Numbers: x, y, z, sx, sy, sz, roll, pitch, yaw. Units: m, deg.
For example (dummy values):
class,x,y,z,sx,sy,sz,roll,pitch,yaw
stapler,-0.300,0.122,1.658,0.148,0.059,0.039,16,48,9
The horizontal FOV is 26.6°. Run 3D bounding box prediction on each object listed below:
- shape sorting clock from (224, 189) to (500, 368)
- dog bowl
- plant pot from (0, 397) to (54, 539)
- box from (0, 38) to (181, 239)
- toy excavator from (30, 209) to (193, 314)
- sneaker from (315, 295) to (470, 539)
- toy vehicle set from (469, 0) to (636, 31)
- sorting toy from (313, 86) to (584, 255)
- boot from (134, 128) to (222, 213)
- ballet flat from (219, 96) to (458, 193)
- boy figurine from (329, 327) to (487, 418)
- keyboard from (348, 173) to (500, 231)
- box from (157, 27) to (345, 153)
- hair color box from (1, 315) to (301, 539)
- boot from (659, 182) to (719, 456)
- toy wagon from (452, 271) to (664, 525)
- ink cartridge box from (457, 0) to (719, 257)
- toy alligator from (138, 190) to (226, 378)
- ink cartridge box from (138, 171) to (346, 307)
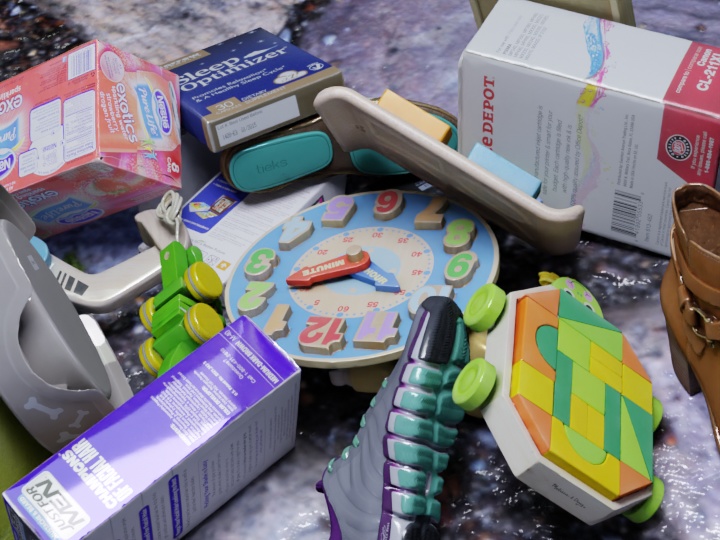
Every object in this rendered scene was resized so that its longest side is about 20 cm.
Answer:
class,x,y,z,sx,sy,sz,roll,pitch,yaw
shape sorting clock,0.000,0.000,1.079,0.198,0.039,0.201,-9,39,7
dog bowl,-0.225,0.037,1.038,0.058,0.201,0.200,-31,43,-4
plant pot,-0.314,0.103,1.021,0.198,0.194,0.201,-7,42,6
box,-0.245,-0.096,1.221,0.199,0.094,0.104,-17,68,34
toy excavator,-0.251,0.013,1.176,0.199,0.100,0.195,25,63,20
sneaker,0.011,0.111,0.971,0.087,0.074,0.202,4,75,29
toy vehicle set,0.159,-0.174,1.204,0.123,0.200,0.027,13,63,24
sorting toy,0.070,-0.074,1.101,0.199,0.185,0.037,27,88,9
boot,-0.172,-0.106,1.320,0.095,0.074,0.200,0,34,23
ballet flat,-0.018,-0.108,1.240,0.198,0.068,0.072,-13,29,-4
boy figurine,0.036,0.046,1.094,0.199,0.065,0.124,18,49,29
keyboard,0.076,-0.055,1.229,0.199,0.021,0.127,-27,42,-15
box,-0.108,-0.157,1.269,0.120,0.033,0.200,-24,28,-18
hair color box,-0.132,0.130,1.000,0.065,0.110,0.200,41,62,21
boot,0.250,0.050,0.965,0.073,0.156,0.200,-25,43,-14
toy wagon,0.135,0.067,0.989,0.040,0.155,0.201,-40,25,37
ink cartridge box,0.179,-0.108,1.143,0.198,0.147,0.083,18,50,19
toy alligator,-0.122,0.022,1.107,0.059,0.054,0.201,-35,38,25
ink cartridge box,-0.083,-0.055,1.256,0.094,0.037,0.200,21,53,31
